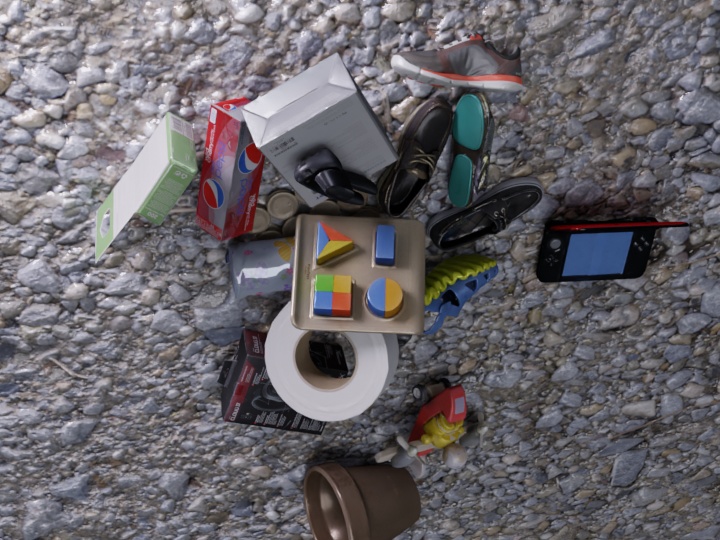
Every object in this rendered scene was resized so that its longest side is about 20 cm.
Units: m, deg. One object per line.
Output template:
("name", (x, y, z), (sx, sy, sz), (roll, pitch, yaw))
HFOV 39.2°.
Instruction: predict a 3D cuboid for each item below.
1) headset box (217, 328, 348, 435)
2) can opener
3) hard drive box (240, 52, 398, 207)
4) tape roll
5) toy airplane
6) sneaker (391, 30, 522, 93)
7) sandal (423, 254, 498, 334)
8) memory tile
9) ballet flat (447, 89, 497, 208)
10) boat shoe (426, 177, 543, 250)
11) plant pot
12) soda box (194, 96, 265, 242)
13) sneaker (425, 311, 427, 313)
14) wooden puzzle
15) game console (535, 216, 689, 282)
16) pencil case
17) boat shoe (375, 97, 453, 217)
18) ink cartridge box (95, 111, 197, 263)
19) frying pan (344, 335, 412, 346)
("headset box", (-0.141, 0.191, 1.718), (0.200, 0.077, 0.149), (11, 120, -18))
("can opener", (-0.033, -0.121, 1.426), (0.063, 0.079, 0.200), (-25, 167, 16))
("hard drive box", (-0.053, -0.192, 1.429), (0.156, 0.077, 0.200), (-28, 152, 6))
("tape roll", (-0.045, 0.128, 1.565), (0.202, 0.071, 0.203), (3, 101, 16))
("toy airplane", (0.135, 0.308, 1.817), (0.200, 0.141, 0.199), (-40, 145, -2))
("sneaker", (0.141, -0.307, 1.462), (0.200, 0.077, 0.082), (5, 96, -17))
("sandal", (0.143, 0.038, 1.646), (0.200, 0.079, 0.087), (-27, 115, -23))
("memory tile", (-0.078, -0.080, 1.587), (0.200, 0.017, 0.153), (-29, 125, 7))
("ballet flat", (0.174, -0.192, 1.541), (0.072, 0.072, 0.201), (-3, 128, -10))
("boat shoe", (0.204, -0.085, 1.613), (0.200, 0.066, 0.070), (-19, 126, 1))
("plant pot", (0.011, 0.434, 1.868), (0.174, 0.200, 0.201), (-13, 127, -26))
("soda box", (-0.187, -0.147, 1.473), (0.070, 0.063, 0.200), (-26, 139, -47))
("sneaker", (0.030, 0.065, 1.641), (0.200, 0.114, 0.073), (-4, 103, -11))
("wooden puzzle", (0.000, 0.000, 1.502), (0.200, 0.186, 0.046), (4, 158, -5))
("game console", (0.410, -0.029, 1.665), (0.200, 0.119, 0.173), (-2, 124, -10))
("pencil case", (-0.107, -0.007, 1.569), (0.200, 0.083, 0.091), (-9, 134, -7))
("boat shoe", (0.090, -0.163, 1.531), (0.074, 0.073, 0.200), (14, 120, -21))
("ink cartridge box", (-0.306, -0.111, 1.435), (0.048, 0.146, 0.200), (27, 114, -28))
("frying pan", (0.021, 0.119, 1.663), (0.115, 0.031, 0.190), (0, 161, -18))
